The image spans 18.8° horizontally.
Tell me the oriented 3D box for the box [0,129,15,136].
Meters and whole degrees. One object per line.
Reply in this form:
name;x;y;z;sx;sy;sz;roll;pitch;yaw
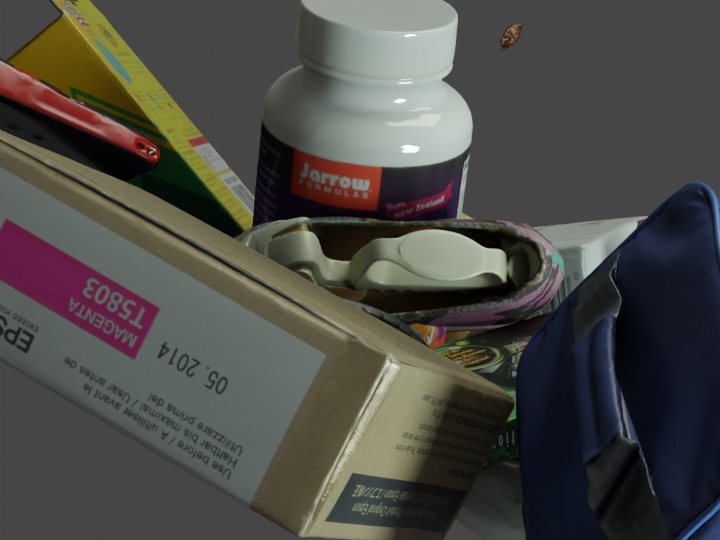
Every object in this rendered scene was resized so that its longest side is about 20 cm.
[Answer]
box;-0.159;-0.025;1.070;0.070;0.064;0.200;28;1;44

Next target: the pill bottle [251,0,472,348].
pill bottle;0.000;-0.044;1.147;0.111;0.201;0.111;5;24;-2

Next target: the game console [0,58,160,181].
game console;-0.219;-0.075;1.148;0.177;0.031;0.200;28;-20;-23

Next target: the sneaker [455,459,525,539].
sneaker;0.130;0.101;1.008;0.200;0.116;0.074;27;3;19

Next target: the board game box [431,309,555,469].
board game box;0.065;0.054;0.988;0.200;0.024;0.105;-15;22;-38

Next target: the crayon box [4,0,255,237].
crayon box;-0.133;-0.081;1.246;0.200;0.051;0.127;51;6;-1

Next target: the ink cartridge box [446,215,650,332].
ink cartridge box;0.085;0.003;1.310;0.162;0.050;0.200;-5;3;21

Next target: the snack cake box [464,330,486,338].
snack cake box;0.156;0.105;1.312;0.200;0.067;0.115;38;10;-18

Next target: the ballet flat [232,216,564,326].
ballet flat;0.000;0.000;1.063;0.199;0.069;0.071;-4;-17;4

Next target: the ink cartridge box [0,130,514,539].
ink cartridge box;-0.058;0.027;0.833;0.200;0.075;0.165;29;3;21

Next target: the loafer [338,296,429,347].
loafer;-0.044;0.031;1.019;0.200;0.073;0.071;28;0;-33

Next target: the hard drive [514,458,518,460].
hard drive;0.007;0.073;1.291;0.140;0.038;0.200;28;2;41

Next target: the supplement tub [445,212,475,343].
supplement tub;0.039;0.024;1.520;0.200;0.145;0.144;27;1;-29

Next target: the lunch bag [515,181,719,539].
lunch bag;0.132;0.074;0.816;0.132;0.136;0.200;28;31;-19
